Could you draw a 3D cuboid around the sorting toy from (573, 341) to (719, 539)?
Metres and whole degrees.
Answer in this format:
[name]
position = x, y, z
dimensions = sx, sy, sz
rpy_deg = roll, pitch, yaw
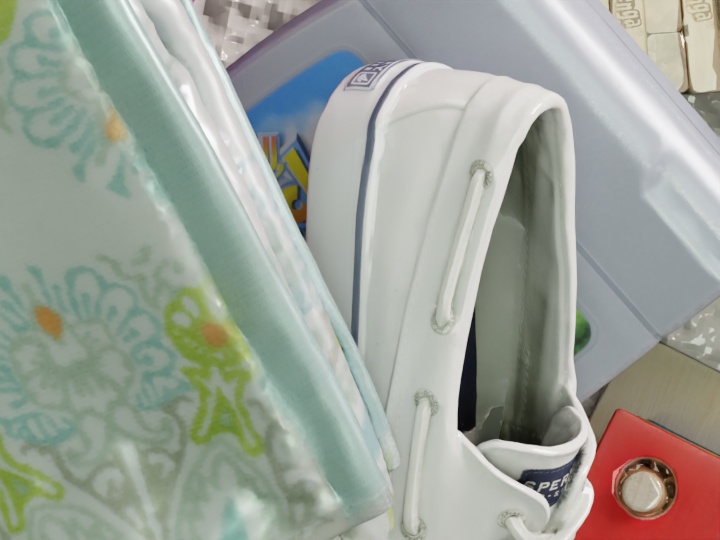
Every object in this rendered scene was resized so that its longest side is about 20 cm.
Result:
[sorting toy]
position = 0.116, 0.149, 0.758
dimensions = 0.199, 0.070, 0.200
rpy_deg = 27, 92, 15

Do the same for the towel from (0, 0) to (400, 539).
[towel]
position = -0.100, 0.006, 0.658
dimensions = 0.171, 0.048, 0.200
rpy_deg = -20, 105, 18

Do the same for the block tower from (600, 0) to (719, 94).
[block tower]
position = 0.117, -0.078, 0.781
dimensions = 0.200, 0.058, 0.054
rpy_deg = -5, 95, -3

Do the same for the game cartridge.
[game cartridge]
position = 0.000, 0.000, 0.756
dimensions = 0.200, 0.040, 0.133
rpy_deg = -40, 91, 23

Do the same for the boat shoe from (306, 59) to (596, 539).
[boat shoe]
position = 0.026, 0.047, 0.697
dimensions = 0.065, 0.074, 0.200
rpy_deg = 8, 111, 36

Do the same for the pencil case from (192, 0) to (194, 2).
[pencil case]
position = -0.077, -0.095, 0.685
dimensions = 0.088, 0.088, 0.200
rpy_deg = 21, 128, -4
